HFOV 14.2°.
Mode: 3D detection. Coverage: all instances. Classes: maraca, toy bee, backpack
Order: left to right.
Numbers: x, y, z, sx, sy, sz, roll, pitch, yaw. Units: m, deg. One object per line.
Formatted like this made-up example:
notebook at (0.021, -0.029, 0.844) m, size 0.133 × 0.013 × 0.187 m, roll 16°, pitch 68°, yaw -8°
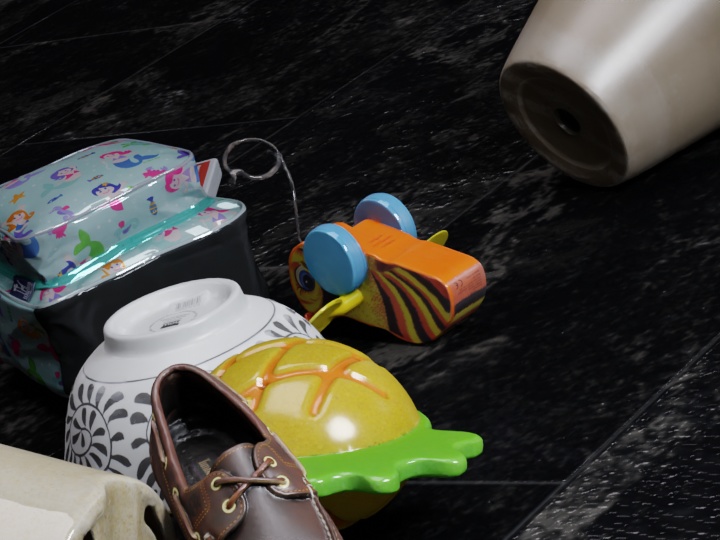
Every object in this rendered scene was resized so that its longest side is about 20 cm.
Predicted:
backpack at (-0.180, -0.003, 1.981) m, size 0.177 × 0.151 × 0.200 m, roll -27°, pitch 15°, yaw -23°
maraca at (-0.021, 0.094, 1.583) m, size 0.137 × 0.107 × 0.200 m, roll -16°, pitch 16°, yaw -31°
toy bee at (0.000, 0.000, 1.897) m, size 0.131 × 0.109 × 0.200 m, roll -16°, pitch 41°, yaw -22°

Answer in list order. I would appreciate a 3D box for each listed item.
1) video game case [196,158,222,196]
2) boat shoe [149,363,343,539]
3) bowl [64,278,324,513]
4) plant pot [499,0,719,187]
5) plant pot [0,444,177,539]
video game case at (-0.213, -0.037, 2.308) m, size 0.200 × 0.017 × 0.143 m, roll -15°, pitch 18°, yaw 8°
boat shoe at (-0.060, 0.116, 1.444) m, size 0.070 × 0.070 × 0.200 m, roll -23°, pitch 34°, yaw -17°
bowl at (-0.102, 0.064, 1.775) m, size 0.201 × 0.094 × 0.201 m, roll -15°, pitch 18°, yaw 5°
plant pot at (0.197, -0.156, 2.048) m, size 0.174 × 0.200 × 0.200 m, roll -47°, pitch 29°, yaw -24°
plant pot at (-0.199, 0.162, 1.457) m, size 0.183 × 0.201 × 0.200 m, roll 5°, pitch 26°, yaw 25°
